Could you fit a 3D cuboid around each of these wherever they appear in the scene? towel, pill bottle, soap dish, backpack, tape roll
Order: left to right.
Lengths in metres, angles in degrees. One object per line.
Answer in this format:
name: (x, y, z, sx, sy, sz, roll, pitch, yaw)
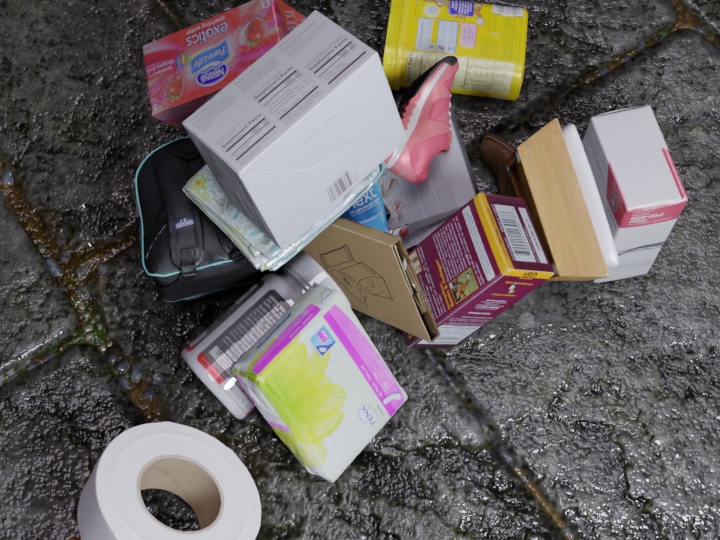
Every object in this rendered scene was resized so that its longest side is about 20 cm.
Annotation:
tape roll: (-0.218, 0.275, 1.294, 0.202, 0.071, 0.203, 21, 38, -18)
backpack: (-0.202, -0.070, 1.471, 0.175, 0.153, 0.201, -16, 71, -1)
pill bottle: (-0.114, 0.078, 1.406, 0.200, 0.114, 0.114, -42, 71, -8)
towel: (-0.095, -0.111, 1.361, 0.200, 0.048, 0.171, -41, 61, -11)
soap dish: (0.248, -0.079, 1.419, 0.081, 0.157, 0.201, -18, 88, 0)

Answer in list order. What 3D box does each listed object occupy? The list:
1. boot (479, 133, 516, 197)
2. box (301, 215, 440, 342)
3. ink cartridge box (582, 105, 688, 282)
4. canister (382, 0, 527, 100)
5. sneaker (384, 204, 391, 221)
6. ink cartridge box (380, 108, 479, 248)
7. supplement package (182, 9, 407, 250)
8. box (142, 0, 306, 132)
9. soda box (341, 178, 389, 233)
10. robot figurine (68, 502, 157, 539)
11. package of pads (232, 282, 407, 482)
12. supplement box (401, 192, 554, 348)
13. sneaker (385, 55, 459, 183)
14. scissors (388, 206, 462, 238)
boot: (0.209, -0.099, 1.539, 0.075, 0.074, 0.200, -29, 70, -7)
box: (0.000, 0.000, 1.392, 0.200, 0.164, 0.021, 21, 56, 43)
ink cartridge box: (0.337, -0.094, 1.461, 0.084, 0.200, 0.146, -12, 64, -5)
canister: (0.137, -0.324, 1.639, 0.199, 0.087, 0.149, 7, 64, 2)
sneaker: (0.008, -0.121, 1.539, 0.115, 0.076, 0.201, 30, 82, 13)
ink cartridge box: (0.069, -0.115, 1.560, 0.173, 0.044, 0.201, -23, 63, 16)
supplement package: (-0.068, -0.155, 1.260, 0.200, 0.156, 0.111, -42, 58, -11)
box: (-0.166, -0.258, 1.434, 0.199, 0.095, 0.103, -15, 76, 23)
soda box: (-0.014, -0.123, 1.462, 0.064, 0.068, 0.201, -8, 75, -11)
robot figurine: (-0.301, 0.357, 1.314, 0.199, 0.058, 0.145, -23, 66, -11)
package of pads: (-0.046, 0.139, 1.351, 0.155, 0.200, 0.068, -46, 35, -19)
supplement box: (0.130, 0.005, 1.408, 0.085, 0.200, 0.111, 4, 57, -39)
sneaker: (0.092, -0.200, 1.529, 0.087, 0.074, 0.201, 36, 67, -14)
scissors: (0.043, -0.051, 1.491, 0.200, 0.014, 0.073, -36, 104, 8)
